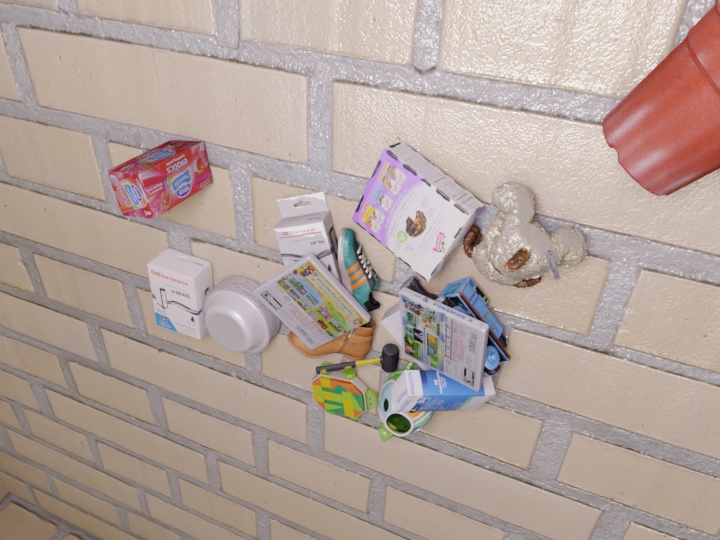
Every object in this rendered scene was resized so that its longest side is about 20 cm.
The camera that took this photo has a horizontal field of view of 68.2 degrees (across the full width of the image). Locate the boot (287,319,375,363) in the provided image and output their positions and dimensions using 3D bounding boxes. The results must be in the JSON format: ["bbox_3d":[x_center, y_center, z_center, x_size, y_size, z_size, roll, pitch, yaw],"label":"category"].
[{"bbox_3d":[-0.068,0.147,1.252,0.198,0.077,0.156,23,133,4],"label":"boot"}]

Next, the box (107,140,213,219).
[{"bbox_3d":[-0.417,-0.198,1.129,0.094,0.200,0.101,8,124,23],"label":"box"}]

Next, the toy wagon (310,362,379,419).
[{"bbox_3d":[-0.032,0.320,1.375,0.198,0.040,0.157,7,123,22],"label":"toy wagon"}]

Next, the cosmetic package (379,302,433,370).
[{"bbox_3d":[0.142,0.156,1.181,0.200,0.051,0.082,49,130,-10],"label":"cosmetic package"}]

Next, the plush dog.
[{"bbox_3d":[0.273,-0.029,0.958,0.199,0.161,0.172,38,155,1],"label":"plush dog"}]

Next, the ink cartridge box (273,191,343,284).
[{"bbox_3d":[-0.112,-0.056,1.141,0.115,0.068,0.202,-8,115,14],"label":"ink cartridge box"}]

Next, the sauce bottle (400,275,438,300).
[{"bbox_3d":[0.162,0.098,1.127,0.065,0.065,0.200,-34,100,37],"label":"sauce bottle"}]

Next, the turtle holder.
[{"bbox_3d":[0.095,0.319,1.255,0.184,0.132,0.142,-25,108,35],"label":"turtle holder"}]

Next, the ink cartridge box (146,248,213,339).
[{"bbox_3d":[-0.464,0.062,1.390,0.144,0.084,0.202,16,126,15],"label":"ink cartridge box"}]

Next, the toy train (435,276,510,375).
[{"bbox_3d":[0.227,0.115,1.072,0.200,0.114,0.086,50,147,-11],"label":"toy train"}]

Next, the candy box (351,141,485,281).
[{"bbox_3d":[0.102,-0.109,0.993,0.200,0.071,0.169,40,130,14],"label":"candy box"}]

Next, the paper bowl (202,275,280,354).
[{"bbox_3d":[-0.310,0.124,1.345,0.199,0.105,0.203,13,126,19],"label":"paper bowl"}]

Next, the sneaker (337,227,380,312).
[{"bbox_3d":[0.000,0.000,1.145,0.079,0.072,0.202,-3,118,10],"label":"sneaker"}]

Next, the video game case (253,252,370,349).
[{"bbox_3d":[-0.107,0.073,1.158,0.181,0.023,0.200,-29,115,32],"label":"video game case"}]

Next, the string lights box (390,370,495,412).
[{"bbox_3d":[0.176,0.261,1.148,0.198,0.060,0.103,3,146,-16],"label":"string lights box"}]

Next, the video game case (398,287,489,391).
[{"bbox_3d":[0.159,0.137,1.043,0.181,0.022,0.201,24,144,27],"label":"video game case"}]

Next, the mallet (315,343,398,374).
[{"bbox_3d":[-0.004,0.208,1.229,0.198,0.041,0.066,-1,125,-18],"label":"mallet"}]

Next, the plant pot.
[{"bbox_3d":[0.454,-0.216,0.717,0.201,0.201,0.195,43,137,-5],"label":"plant pot"}]
